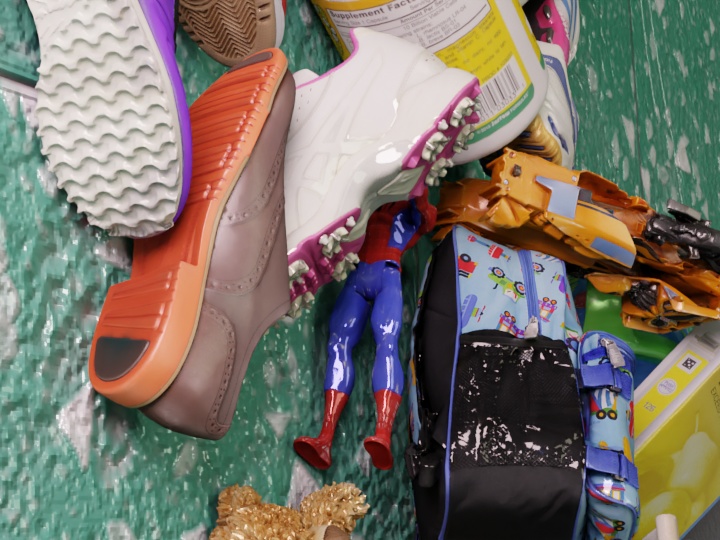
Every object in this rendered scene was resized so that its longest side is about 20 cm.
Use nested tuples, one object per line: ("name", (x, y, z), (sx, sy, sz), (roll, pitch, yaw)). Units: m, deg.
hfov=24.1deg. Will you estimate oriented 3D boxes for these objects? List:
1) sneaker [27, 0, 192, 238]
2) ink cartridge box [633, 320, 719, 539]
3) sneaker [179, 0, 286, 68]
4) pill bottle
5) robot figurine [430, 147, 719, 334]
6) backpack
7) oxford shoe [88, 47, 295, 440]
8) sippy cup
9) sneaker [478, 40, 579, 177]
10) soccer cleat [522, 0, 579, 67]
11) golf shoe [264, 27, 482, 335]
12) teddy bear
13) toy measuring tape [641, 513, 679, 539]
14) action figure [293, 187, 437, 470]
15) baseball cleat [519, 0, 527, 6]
("sneaker", (-0.106, -0.119, 0.765), (0.100, 0.069, 0.201), (-41, 120, -62))
("ink cartridge box", (0.238, 0.127, 1.174), (0.200, 0.047, 0.198), (-42, 139, -12))
("sneaker", (-0.068, -0.211, 0.860), (0.112, 0.071, 0.201), (-46, 122, -53))
("pill bottle", (0.029, -0.168, 0.997), (0.200, 0.112, 0.113), (59, 35, -39))
("robot figurine", (0.152, -0.013, 1.075), (0.199, 0.145, 0.058), (23, 73, -16))
("backpack", (0.092, 0.079, 1.012), (0.183, 0.134, 0.201), (89, 3, -54))
("oxford shoe", (-0.066, -0.015, 0.807), (0.072, 0.071, 0.201), (37, 59, -34))
("sippy cup", (0.186, 0.054, 1.249), (0.139, 0.178, 0.131), (20, 44, -15))
("sneaker", (0.124, -0.075, 1.148), (0.200, 0.075, 0.088), (82, 23, -61))
("soccer cleat", (0.133, -0.163, 1.249), (0.086, 0.070, 0.201), (52, 39, -44))
("golf shoe", (-0.025, -0.048, 0.885), (0.200, 0.091, 0.075), (-45, 164, -22))
("teddy bear", (-0.009, 0.186, 0.885), (0.145, 0.066, 0.201), (-65, 140, -50))
("toy measuring tape", (0.131, 0.197, 1.081), (0.200, 0.073, 0.074), (125, -30, -58))
("action figure", (0.000, 0.000, 0.948), (0.099, 0.065, 0.201), (62, 32, -51))
("baseball cleat", (0.116, -0.244, 1.181), (0.200, 0.069, 0.107), (-50, 139, -34))
